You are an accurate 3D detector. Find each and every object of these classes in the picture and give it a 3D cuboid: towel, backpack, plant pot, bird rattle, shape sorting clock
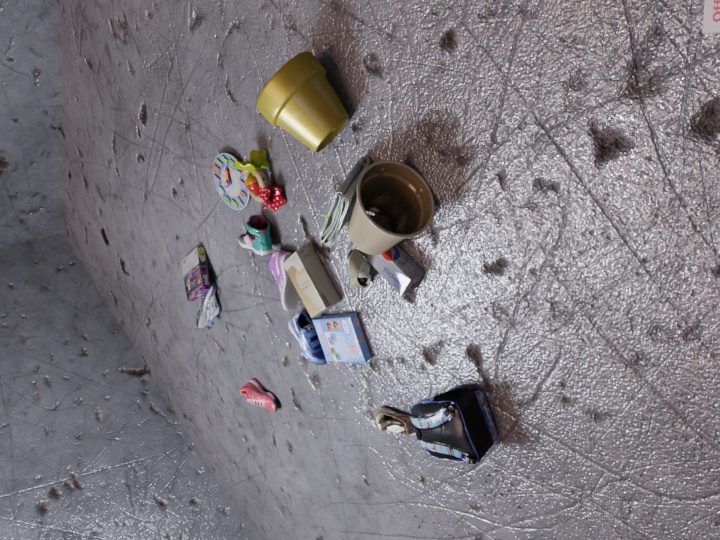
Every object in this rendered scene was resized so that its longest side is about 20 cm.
[{"bbox_3d":[-0.036,-0.178,1.459,0.048,0.201,0.172,27,133,0],"label":"towel"},{"bbox_3d":[0.235,0.404,1.488,0.199,0.134,0.185,-19,95,50],"label":"backpack"},{"bbox_3d":[-0.134,-0.419,1.455,0.189,0.201,0.201,46,139,-2],"label":"plant pot"},{"bbox_3d":[-0.321,-0.282,1.820,0.162,0.112,0.202,-5,118,60],"label":"bird rattle"},{"bbox_3d":[0.054,-0.134,1.394,0.202,0.199,0.184,57,150,9],"label":"plant pot"},{"bbox_3d":[-0.452,-0.308,1.966,0.198,0.039,0.203,25,126,39],"label":"shape sorting clock"}]

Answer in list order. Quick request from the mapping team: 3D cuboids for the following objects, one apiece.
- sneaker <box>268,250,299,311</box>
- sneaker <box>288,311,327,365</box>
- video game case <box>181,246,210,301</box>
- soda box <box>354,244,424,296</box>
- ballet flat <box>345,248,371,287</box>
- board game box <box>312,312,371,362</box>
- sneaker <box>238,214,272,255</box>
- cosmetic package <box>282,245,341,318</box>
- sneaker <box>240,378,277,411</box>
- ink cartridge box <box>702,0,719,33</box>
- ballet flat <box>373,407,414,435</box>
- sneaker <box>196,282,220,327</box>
[{"bbox_3d":[-0.259,0.030,1.905,0.113,0.072,0.204,14,108,47],"label":"sneaker"},{"bbox_3d":[-0.170,0.226,1.897,0.201,0.073,0.082,52,137,14],"label":"sneaker"},{"bbox_3d":[-0.688,0.017,2.357,0.199,0.035,0.184,-27,71,50],"label":"video game case"},{"bbox_3d":[0.075,-0.031,1.502,0.200,0.063,0.069,47,137,21],"label":"soda box"},{"bbox_3d":[0.000,0.000,1.552,0.070,0.069,0.200,50,169,17],"label":"ballet flat"},{"bbox_3d":[-0.062,0.217,1.799,0.199,0.036,0.154,-9,102,50],"label":"board game box"},{"bbox_3d":[-0.364,-0.131,1.925,0.199,0.083,0.123,22,118,48],"label":"sneaker"},{"bbox_3d":[-0.155,0.036,1.784,0.105,0.071,0.202,-37,80,49],"label":"cosmetic package"},{"bbox_3d":[-0.417,0.527,2.308,0.199,0.086,0.075,29,129,36],"label":"sneaker"},{"bbox_3d":[0.577,-0.402,0.746,0.198,0.085,0.150,12,118,43],"label":"ink cartridge box"},{"bbox_3d":[0.093,0.463,1.728,0.198,0.067,0.069,-8,102,50],"label":"ballet flat"},{"bbox_3d":[-0.625,0.145,2.367,0.077,0.084,0.203,45,121,57],"label":"sneaker"}]
